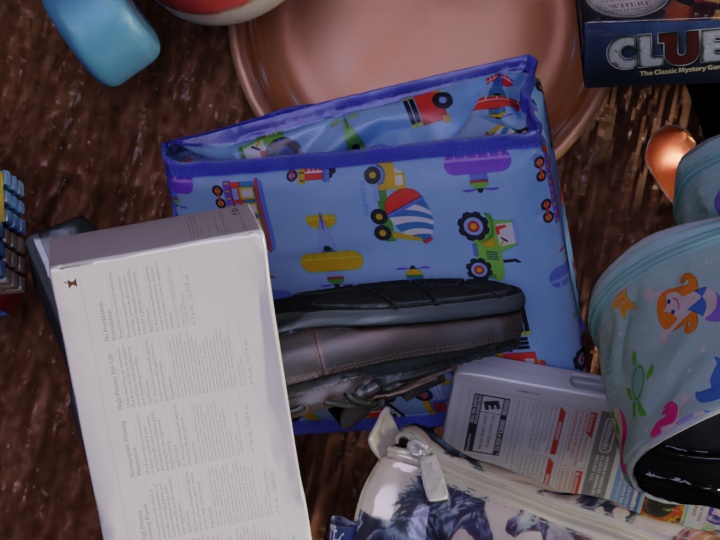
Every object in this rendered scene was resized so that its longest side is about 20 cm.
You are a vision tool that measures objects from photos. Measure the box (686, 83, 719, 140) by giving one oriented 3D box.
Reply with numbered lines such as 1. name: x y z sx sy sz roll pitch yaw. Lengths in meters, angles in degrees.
1. box: 0.264 -0.089 0.812 0.198 0.142 0.079 -4 124 2

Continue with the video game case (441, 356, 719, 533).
1. video game case: 0.133 0.112 0.820 0.198 0.018 0.144 10 129 2

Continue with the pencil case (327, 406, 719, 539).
1. pencil case: 0.088 0.123 0.698 0.199 0.090 0.078 15 52 25

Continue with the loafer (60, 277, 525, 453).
1. loafer: -0.026 0.043 0.741 0.198 0.072 0.063 -6 99 -10

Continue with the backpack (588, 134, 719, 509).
1. backpack: 0.190 0.021 0.691 0.199 0.178 0.152 -19 68 9

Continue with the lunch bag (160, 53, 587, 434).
1. lunch bag: 0.000 0.000 0.822 0.198 0.094 0.151 -9 118 9

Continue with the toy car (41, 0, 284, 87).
1. toy car: -0.104 -0.223 0.787 0.184 0.200 0.177 -33 58 3

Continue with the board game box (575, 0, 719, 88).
1. board game box: 0.197 -0.135 0.789 0.198 0.136 0.035 -2 126 4

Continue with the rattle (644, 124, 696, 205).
1. rattle: 0.215 0.032 0.865 0.199 0.143 0.130 31 59 22

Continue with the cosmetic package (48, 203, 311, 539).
1. cosmetic package: -0.066 0.080 0.685 0.082 0.051 0.202 -10 107 -9

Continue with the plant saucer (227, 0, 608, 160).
1. plant saucer: 0.033 -0.129 0.878 0.198 0.037 0.202 0 86 2

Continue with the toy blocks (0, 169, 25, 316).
1. toy blocks: -0.215 -0.014 0.783 0.136 0.200 0.101 -6 77 7

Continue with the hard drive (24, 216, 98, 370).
1. hard drive: -0.103 0.081 0.812 0.033 0.140 0.201 -22 85 -12
